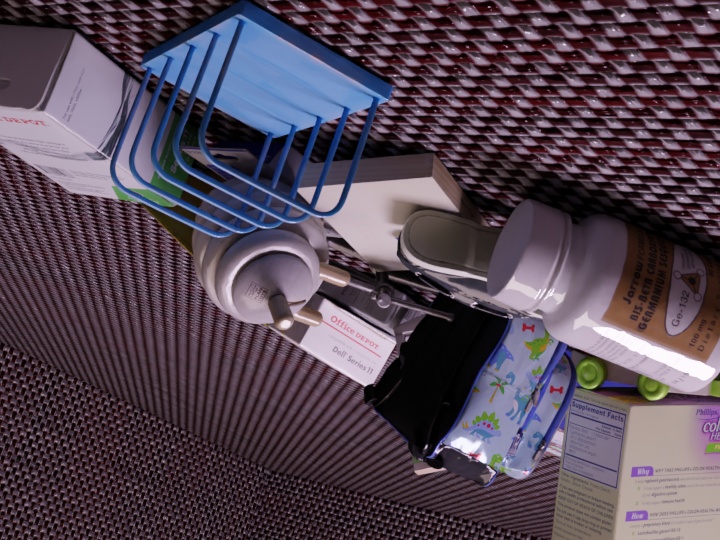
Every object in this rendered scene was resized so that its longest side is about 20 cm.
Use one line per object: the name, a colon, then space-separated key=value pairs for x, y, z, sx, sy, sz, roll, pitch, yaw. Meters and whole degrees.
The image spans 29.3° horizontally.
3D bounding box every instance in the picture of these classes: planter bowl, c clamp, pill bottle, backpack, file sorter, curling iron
planter bowl: x=-0.138 y=-0.041 z=1.406 sx=0.200 sy=0.083 sz=0.200 roll=45 pitch=177 yaw=3
c clamp: x=0.000 y=0.000 z=1.410 sx=0.170 sy=0.027 sz=0.200 roll=19 pitch=-167 yaw=-10
pill bottle: x=0.214 y=0.017 z=1.166 sx=0.199 sy=0.115 sz=0.114 roll=22 pitch=165 yaw=-10
backpack: x=0.127 y=0.098 z=1.389 sx=0.146 sy=0.201 sz=0.183 roll=25 pitch=-174 yaw=-26
file sorter: x=-0.098 y=-0.108 z=1.095 sx=0.138 sy=0.124 sz=0.200 roll=27 pitch=164 yaw=-26
curling iron: x=0.107 y=0.025 z=1.497 sx=0.199 sy=0.026 sz=0.050 roll=21 pitch=-154 yaw=10

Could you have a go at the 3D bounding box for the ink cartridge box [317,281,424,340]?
ink cartridge box: x=0.015 y=0.041 z=1.690 sx=0.199 sy=0.047 sz=0.160 roll=29 pitch=175 yaw=40

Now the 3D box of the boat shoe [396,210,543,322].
boat shoe: x=0.123 y=0.006 z=1.240 sx=0.198 sy=0.075 sz=0.066 roll=15 pitch=158 yaw=-10

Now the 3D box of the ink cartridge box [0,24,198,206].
ink cartridge box: x=-0.265 y=-0.141 z=1.263 sx=0.146 sy=0.084 sz=0.200 roll=10 pitch=164 yaw=32

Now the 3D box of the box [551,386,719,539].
box: x=0.301 y=0.228 z=1.444 sx=0.175 sy=0.202 sz=0.096 roll=3 pitch=-174 yaw=-34

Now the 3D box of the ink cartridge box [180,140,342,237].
ink cartridge box: x=-0.075 y=-0.085 z=1.324 sx=0.094 sy=0.037 sz=0.200 roll=7 pitch=164 yaw=41

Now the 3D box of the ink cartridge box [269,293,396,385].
ink cartridge box: x=-0.037 y=0.079 z=1.699 sx=0.117 sy=0.068 sz=0.200 roll=33 pitch=175 yaw=-23

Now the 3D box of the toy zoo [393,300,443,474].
toy zoo: x=0.109 y=0.116 z=1.531 sx=0.130 sy=0.202 sz=0.020 roll=-12 pitch=157 yaw=12

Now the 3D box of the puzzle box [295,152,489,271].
puzzle box: x=0.039 y=-0.049 z=1.268 sx=0.132 sy=0.026 sz=0.200 roll=-3 pitch=157 yaw=22

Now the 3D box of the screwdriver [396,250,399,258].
screwdriver: x=0.125 y=0.018 z=1.282 sx=0.199 sy=0.029 sz=0.028 roll=23 pitch=-167 yaw=-5

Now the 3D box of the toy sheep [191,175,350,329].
toy sheep: x=-0.087 y=-0.014 z=1.250 sx=0.137 sy=0.138 sz=0.200 roll=29 pitch=-163 yaw=-34

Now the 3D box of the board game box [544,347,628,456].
board game box: x=0.224 y=0.162 z=1.714 sx=0.159 sy=0.098 sz=0.200 roll=26 pitch=164 yaw=-24

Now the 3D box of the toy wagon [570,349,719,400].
toy wagon: x=0.322 y=0.108 z=1.431 sx=0.199 sy=0.040 sz=0.155 roll=8 pitch=-176 yaw=35
